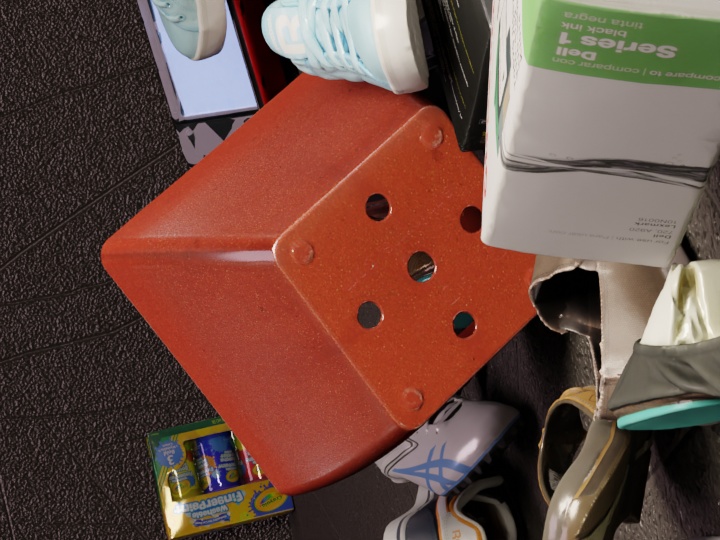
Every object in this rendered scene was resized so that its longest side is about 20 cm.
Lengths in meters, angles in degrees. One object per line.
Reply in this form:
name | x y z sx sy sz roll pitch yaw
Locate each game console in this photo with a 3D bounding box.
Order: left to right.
game console | -0.108 -0.153 1.432 0.171 0.118 0.202 -5 107 37

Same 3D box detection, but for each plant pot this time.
plant pot | 0.000 0.000 1.250 0.201 0.200 0.176 53 160 -12

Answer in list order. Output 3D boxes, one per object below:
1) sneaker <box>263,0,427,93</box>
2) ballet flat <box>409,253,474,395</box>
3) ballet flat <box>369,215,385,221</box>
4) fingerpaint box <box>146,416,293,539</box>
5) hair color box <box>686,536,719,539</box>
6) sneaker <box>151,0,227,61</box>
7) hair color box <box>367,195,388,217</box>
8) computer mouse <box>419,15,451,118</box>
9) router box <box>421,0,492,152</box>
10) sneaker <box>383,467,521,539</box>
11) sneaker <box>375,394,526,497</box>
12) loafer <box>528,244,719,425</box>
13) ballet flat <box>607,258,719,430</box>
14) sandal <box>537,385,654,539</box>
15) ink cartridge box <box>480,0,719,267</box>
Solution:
sneaker | -0.011 -0.132 1.185 0.200 0.081 0.075 -124 21 -80
ballet flat | 0.058 0.019 1.484 0.201 0.067 0.073 85 -171 -60
ballet flat | 0.014 -0.011 1.558 0.200 0.069 0.070 48 -151 -81
fingerpaint box | -0.218 0.314 3.273 0.073 0.198 0.169 118 140 -76
hair color box | 0.141 0.160 0.943 0.200 0.099 0.061 132 122 -80
sneaker | -0.140 -0.205 1.303 0.074 0.081 0.201 52 162 46
hair color box | 0.005 -0.092 1.521 0.200 0.061 0.103 35 -137 -87
computer mouse | 0.040 -0.153 1.360 0.200 0.046 0.142 128 128 -80
router box | 0.061 -0.186 1.142 0.149 0.051 0.202 100 159 -69
sneaker | 0.080 0.179 1.514 0.200 0.079 0.079 -45 -63 -70
sneaker | 0.050 0.110 1.465 0.073 0.072 0.200 50 160 -10
loafer | 0.111 -0.010 0.997 0.073 0.070 0.201 86 168 -46
ballet flat | 0.153 0.028 0.825 0.200 0.067 0.069 166 101 -72
sandal | 0.107 0.093 1.015 0.200 0.054 0.083 -40 -42 -66
ink cartridge box | 0.096 -0.108 0.790 0.200 0.083 0.148 98 177 -66
